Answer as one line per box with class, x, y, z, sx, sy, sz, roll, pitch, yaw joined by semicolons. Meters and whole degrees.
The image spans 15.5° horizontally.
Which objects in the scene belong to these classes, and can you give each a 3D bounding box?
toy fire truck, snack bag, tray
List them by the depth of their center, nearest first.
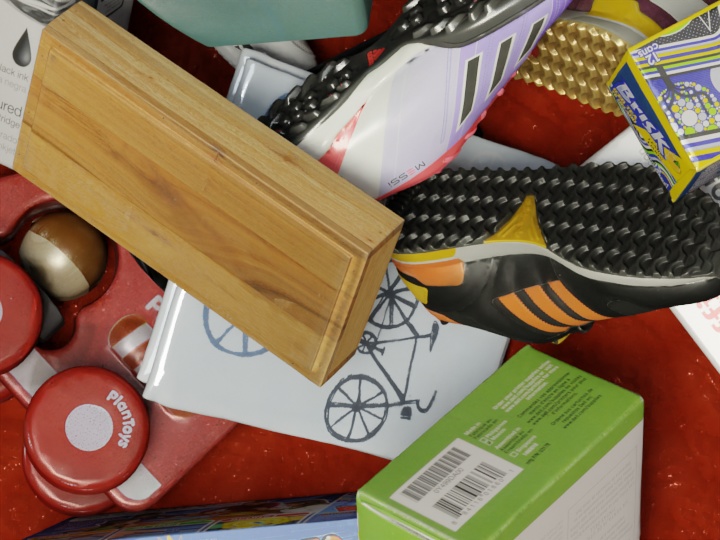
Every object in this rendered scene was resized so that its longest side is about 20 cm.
tray;-0.079;-0.037;1.307;0.199;0.037;0.099;34;136;13
snack bag;0.000;0.000;1.395;0.199;0.021;0.190;16;93;-21
toy fire truck;-0.141;0.027;1.430;0.168;0.112;0.200;-42;85;-15

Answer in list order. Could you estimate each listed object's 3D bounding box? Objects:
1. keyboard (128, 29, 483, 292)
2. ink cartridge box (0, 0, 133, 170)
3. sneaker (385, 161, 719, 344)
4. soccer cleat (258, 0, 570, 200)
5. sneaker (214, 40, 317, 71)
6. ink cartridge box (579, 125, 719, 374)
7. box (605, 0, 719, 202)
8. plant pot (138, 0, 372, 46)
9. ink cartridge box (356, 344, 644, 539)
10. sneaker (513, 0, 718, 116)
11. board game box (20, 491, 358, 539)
keyboard;-0.034;-0.051;1.413;0.199;0.040;0.105;-27;110;-8
ink cartridge box;-0.194;-0.175;1.390;0.146;0.086;0.201;23;118;21
sneaker;0.108;0.000;1.331;0.199;0.090;0.070;5;51;32
soccer cleat;0.038;-0.091;1.316;0.200;0.068;0.073;-36;117;16
sneaker;-0.052;-0.194;1.407;0.115;0.075;0.201;-32;83;13
ink cartridge box;0.229;-0.053;1.358;0.200;0.084;0.145;-38;84;11
box;0.222;-0.114;1.263;0.199;0.064;0.070;-28;83;-10
plant pot;-0.059;-0.205;1.262;0.140;0.200;0.142;-3;56;19
ink cartridge box;0.073;0.165;1.344;0.076;0.148;0.201;24;134;31
sneaker;0.107;-0.146;1.374;0.090;0.075;0.200;-40;50;-24
board game box;-0.075;0.146;1.398;0.199;0.135;0.035;-6;91;11
